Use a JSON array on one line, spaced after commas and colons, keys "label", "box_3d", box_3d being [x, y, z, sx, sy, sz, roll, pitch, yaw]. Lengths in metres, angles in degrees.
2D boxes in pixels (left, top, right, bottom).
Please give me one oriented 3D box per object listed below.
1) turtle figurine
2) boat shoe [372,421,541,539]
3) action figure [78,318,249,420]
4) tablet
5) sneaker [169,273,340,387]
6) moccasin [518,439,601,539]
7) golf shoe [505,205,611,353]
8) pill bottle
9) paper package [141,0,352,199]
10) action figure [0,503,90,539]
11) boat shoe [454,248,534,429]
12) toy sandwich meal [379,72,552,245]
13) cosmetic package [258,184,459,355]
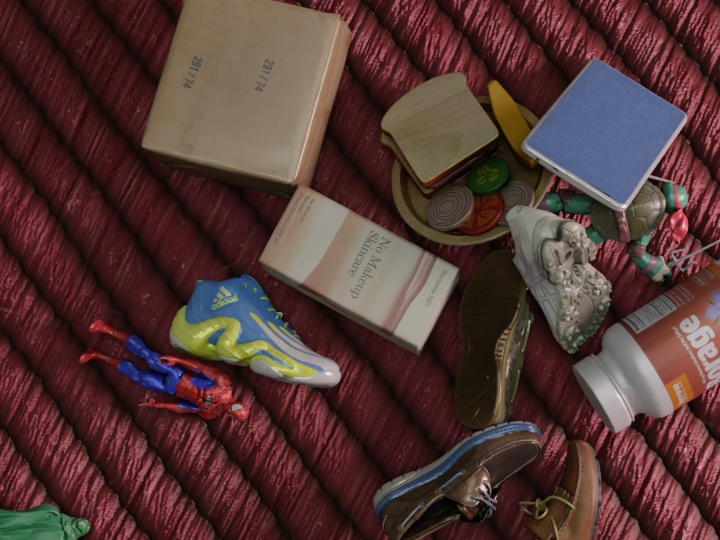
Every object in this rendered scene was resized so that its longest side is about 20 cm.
[{"label": "turtle figurine", "box_3d": [0.283, -0.063, 1.554, 0.198, 0.101, 0.151, -11, 72, 12]}, {"label": "boat shoe", "box_3d": [0.113, 0.235, 1.528, 0.199, 0.072, 0.073, -31, 46, 8]}, {"label": "action figure", "box_3d": [-0.214, 0.119, 1.583, 0.199, 0.052, 0.066, 23, 105, 4]}, {"label": "tablet", "box_3d": [0.267, -0.150, 1.548, 0.130, 0.014, 0.200, 33, 48, 9]}, {"label": "sneaker", "box_3d": [-0.109, 0.061, 1.573, 0.198, 0.076, 0.106, 15, 83, 6]}, {"label": "moccasin", "box_3d": [0.206, 0.279, 1.529, 0.077, 0.074, 0.203, 16, 93, -4]}, {"label": "golf shoe", "box_3d": [0.208, 0.003, 1.525, 0.078, 0.201, 0.097, -38, 48, -17]}, {"label": "pill bottle", "box_3d": [0.331, 0.085, 1.522, 0.199, 0.112, 0.113, -32, 82, -1]}, {"label": "paper package", "box_3d": [-0.126, -0.200, 1.595, 0.189, 0.103, 0.202, 14, 84, 7]}, {"label": "action figure", "box_3d": [-0.396, 0.302, 1.572, 0.198, 0.055, 0.119, -10, 80, -5]}, {"label": "boat shoe", "box_3d": [0.147, 0.077, 1.568, 0.073, 0.063, 0.202, 7, 80, 31]}, {"label": "toy sandwich meal", "box_3d": [0.113, -0.125, 1.559, 0.204, 0.070, 0.207, -9, 62, 17]}, {"label": "cosmetic package", "box_3d": [0.000, 0.000, 1.567, 0.199, 0.087, 0.104, 27, 84, 7]}]
